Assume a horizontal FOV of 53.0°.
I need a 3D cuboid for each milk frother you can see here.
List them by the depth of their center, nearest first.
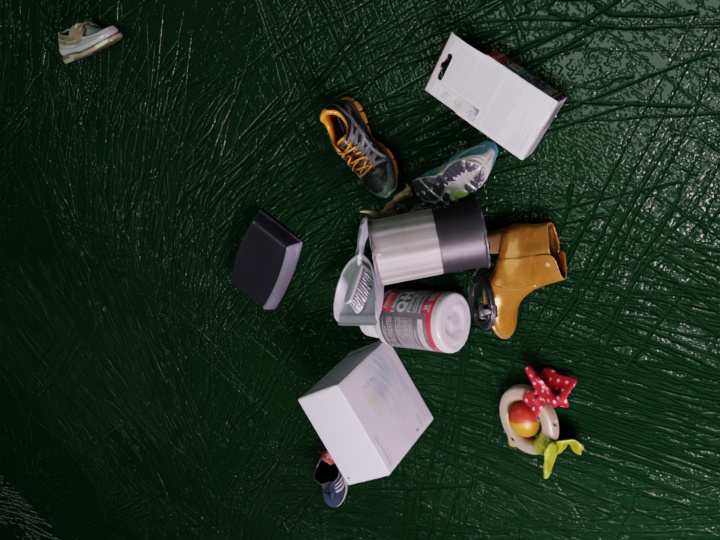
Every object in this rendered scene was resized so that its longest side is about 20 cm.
[{"bbox_3d":[0.122,0.003,1.195,0.186,0.181,0.202,-11,72,6],"label":"milk frother"}]

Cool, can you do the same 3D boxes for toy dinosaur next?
[{"bbox_3d":[0.057,-0.099,1.261,0.101,0.200,0.058,-35,88,6],"label":"toy dinosaur"}]

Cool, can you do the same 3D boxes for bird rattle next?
[{"bbox_3d":[0.311,0.267,1.302,0.162,0.112,0.202,-6,106,54],"label":"bird rattle"}]

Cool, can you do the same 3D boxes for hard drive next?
[{"bbox_3d":[-0.208,-0.016,1.554,0.135,0.042,0.201,37,128,14],"label":"hard drive"}]

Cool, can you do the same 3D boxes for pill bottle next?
[{"bbox_3d":[0.095,0.090,1.347,0.199,0.110,0.112,1,113,41],"label":"pill bottle"}]

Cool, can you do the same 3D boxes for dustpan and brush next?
[{"bbox_3d":[0.000,0.000,1.372,0.057,0.202,0.139,26,162,-32],"label":"dustpan and brush"}]

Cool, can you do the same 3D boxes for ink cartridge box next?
[{"bbox_3d":[0.208,-0.278,1.132,0.200,0.050,0.109,39,129,14],"label":"ink cartridge box"}]

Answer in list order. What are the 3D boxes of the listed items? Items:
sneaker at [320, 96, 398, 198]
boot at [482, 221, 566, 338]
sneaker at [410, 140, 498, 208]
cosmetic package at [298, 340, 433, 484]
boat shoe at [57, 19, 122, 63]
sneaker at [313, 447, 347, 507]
[{"bbox_3d":[-0.006,-0.213,1.280,0.078,0.077,0.201,-39,79,39],"label":"sneaker"},{"bbox_3d":[0.278,0.021,1.211,0.143,0.070,0.203,-1,105,44],"label":"boot"},{"bbox_3d":[0.159,-0.157,1.211,0.078,0.080,0.199,46,151,-15],"label":"sneaker"},{"bbox_3d":[0.015,0.278,1.442,0.122,0.200,0.200,-26,97,40],"label":"cosmetic package"},{"bbox_3d":[-0.595,-0.503,1.561,0.199,0.075,0.069,-4,116,37],"label":"boat shoe"},{"bbox_3d":[-0.076,0.487,1.683,0.074,0.084,0.202,20,122,26],"label":"sneaker"}]
